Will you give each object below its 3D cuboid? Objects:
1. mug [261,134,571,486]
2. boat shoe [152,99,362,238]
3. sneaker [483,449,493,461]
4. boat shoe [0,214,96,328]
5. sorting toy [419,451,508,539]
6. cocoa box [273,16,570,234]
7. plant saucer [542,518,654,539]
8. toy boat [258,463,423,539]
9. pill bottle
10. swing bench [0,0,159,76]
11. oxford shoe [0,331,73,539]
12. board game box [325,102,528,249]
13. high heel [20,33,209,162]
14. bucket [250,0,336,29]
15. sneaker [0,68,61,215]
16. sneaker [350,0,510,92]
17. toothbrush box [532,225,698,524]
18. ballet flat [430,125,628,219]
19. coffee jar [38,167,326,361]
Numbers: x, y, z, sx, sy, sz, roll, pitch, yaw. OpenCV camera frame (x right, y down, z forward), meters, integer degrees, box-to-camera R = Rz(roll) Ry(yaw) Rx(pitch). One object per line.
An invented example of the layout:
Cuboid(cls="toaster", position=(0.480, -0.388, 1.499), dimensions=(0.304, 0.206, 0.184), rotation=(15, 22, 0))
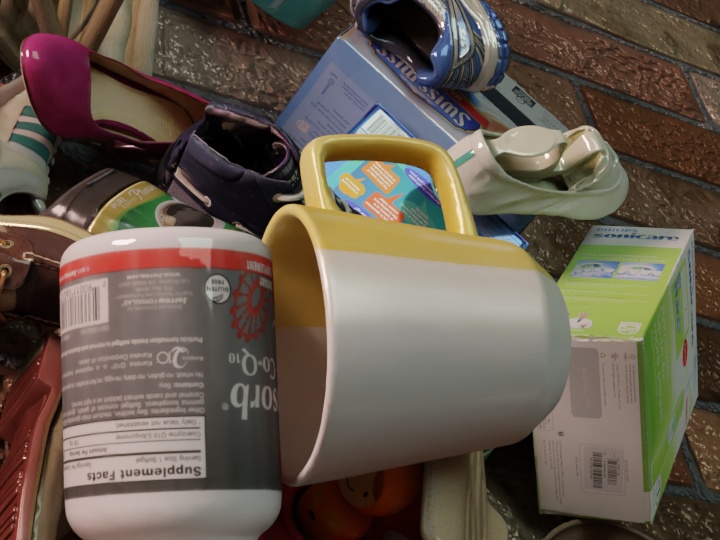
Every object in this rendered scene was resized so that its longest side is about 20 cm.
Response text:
Cuboid(cls="mug", position=(0.031, 0.022, 0.899), dimensions=(0.153, 0.187, 0.149), rotation=(0, 7, -19))
Cuboid(cls="boat shoe", position=(-0.039, -0.035, 1.062), dimensions=(0.199, 0.093, 0.075), rotation=(26, 62, -5))
Cuboid(cls="sneaker", position=(0.110, 0.080, 1.190), dimensions=(0.078, 0.085, 0.200), rotation=(43, 35, 3))
Cuboid(cls="boat shoe", position=(-0.220, 0.005, 0.949), dimensions=(0.199, 0.072, 0.072), rotation=(21, 42, 5))
Cuboid(cls="sorting toy", position=(0.061, 0.161, 1.014), dimensions=(0.036, 0.200, 0.185), rotation=(-5, 41, 11))
Cuboid(cls="cocoa box", position=(0.048, -0.093, 1.270), dimensions=(0.200, 0.133, 0.131), rotation=(42, 37, 2))
Cuboid(cls="plant saucer", position=(0.185, 0.263, 1.110), dimensions=(0.200, 0.037, 0.201), rotation=(24, 40, -22))
Cuboid(cls="toy boat", position=(-0.012, 0.142, 0.973), dimensions=(0.130, 0.131, 0.200), rotation=(41, 35, 0))
Cuboid(cls="pill bottle", position=(-0.100, 0.084, 0.867), dimensions=(0.116, 0.116, 0.201), rotation=(5, 78, -40))
Cuboid(cls="swing bench", position=(-0.196, -0.251, 1.176), dimensions=(0.129, 0.200, 0.199), rotation=(6, 43, -10))
Cuboid(cls="oxford shoe", position=(-0.164, 0.118, 0.910), dimensions=(0.075, 0.070, 0.200), rotation=(28, 38, -21))
Cuboid(cls="board game box", position=(0.000, 0.000, 1.139), dimensions=(0.152, 0.045, 0.200), rotation=(44, 61, 2))
Cuboid(cls="high heel", position=(-0.147, -0.116, 1.077), dimensions=(0.200, 0.096, 0.068), rotation=(28, 58, -73))
Cuboid(cls="bucket", position=(-0.062, -0.309, 1.350), dimensions=(0.207, 0.135, 0.207), rotation=(43, 17, -16))
Cuboid(cls="sneaker", position=(-0.231, -0.074, 1.067), dimensions=(0.094, 0.070, 0.200), rotation=(64, 26, -12))
Cuboid(cls="sneaker", position=(0.026, -0.212, 1.202), dimensions=(0.085, 0.077, 0.200), rotation=(-18, 62, -42))
Cuboid(cls="toothbrush box", position=(0.189, 0.070, 1.196), dimensions=(0.086, 0.146, 0.200), rotation=(2, 23, 20))
Cuboid(cls="ballet flat", position=(0.138, -0.074, 1.168), dimensions=(0.200, 0.069, 0.070), rotation=(-4, 55, -41))
Cuboid(cls="coffee jar", position=(-0.105, 0.011, 1.021), dimensions=(0.199, 0.086, 0.104), rotation=(25, 22, 8))
